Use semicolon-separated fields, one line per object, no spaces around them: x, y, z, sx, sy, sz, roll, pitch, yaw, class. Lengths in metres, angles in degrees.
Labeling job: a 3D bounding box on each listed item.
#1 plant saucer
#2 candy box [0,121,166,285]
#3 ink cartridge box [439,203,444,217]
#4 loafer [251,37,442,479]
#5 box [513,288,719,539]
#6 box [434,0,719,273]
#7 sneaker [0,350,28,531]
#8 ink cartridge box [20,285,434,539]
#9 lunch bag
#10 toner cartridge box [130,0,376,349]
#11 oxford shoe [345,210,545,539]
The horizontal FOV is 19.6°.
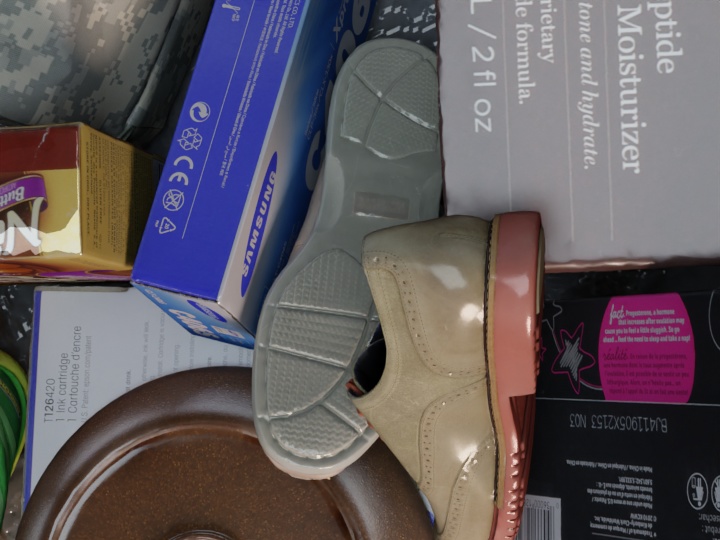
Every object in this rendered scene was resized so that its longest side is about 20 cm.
-0.064;0.140;0.892;0.198;0.032;0.202;-2;82;14;plant saucer
-0.146;-0.024;0.890;0.116;0.200;0.057;-2;86;8;candy box
-0.006;0.090;0.969;0.161;0.050;0.202;-18;73;9;ink cartridge box
0.000;0.000;0.892;0.071;0.063;0.201;14;67;0;loafer
0.148;0.075;0.840;0.114;0.200;0.133;1;87;-25;box
0.135;-0.088;0.865;0.198;0.164;0.167;-2;94;8;box
-0.200;0.135;0.968;0.073;0.084;0.202;6;95;7;sneaker
-0.052;0.106;0.931;0.198;0.047;0.199;0;81;16;ink cartridge box
-0.131;-0.157;0.897;0.139;0.168;0.201;27;97;5;lunch bag
-0.039;-0.073;0.897;0.043;0.095;0.202;13;79;16;toner cartridge box
0.032;0.050;0.820;0.074;0.071;0.201;4;134;5;oxford shoe
